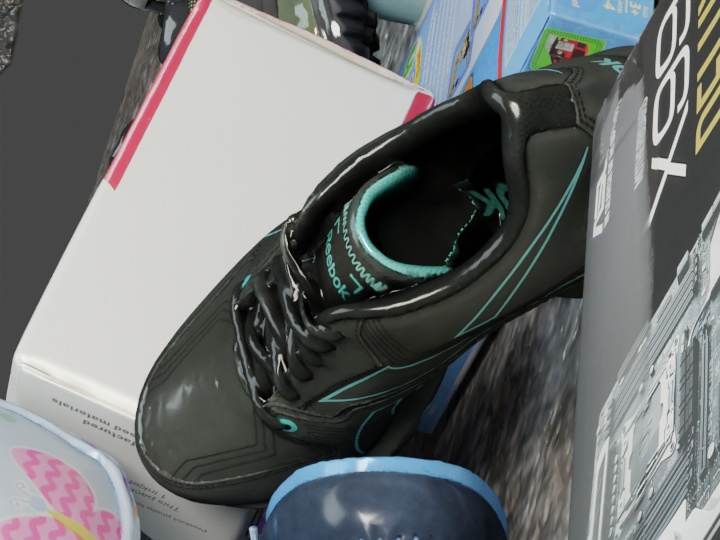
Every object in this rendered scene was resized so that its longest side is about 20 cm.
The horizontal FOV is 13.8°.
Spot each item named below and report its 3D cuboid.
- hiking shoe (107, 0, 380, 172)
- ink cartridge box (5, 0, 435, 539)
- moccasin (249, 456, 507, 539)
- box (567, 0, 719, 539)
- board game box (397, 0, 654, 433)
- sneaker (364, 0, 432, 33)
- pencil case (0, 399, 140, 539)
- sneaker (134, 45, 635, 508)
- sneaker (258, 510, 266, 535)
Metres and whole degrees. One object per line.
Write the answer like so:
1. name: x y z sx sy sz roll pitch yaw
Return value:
1. hiking shoe: -0.042 -0.028 1.117 0.076 0.100 0.200 -77 -12 -56
2. ink cartridge box: -0.056 0.029 0.964 0.200 0.084 0.145 113 -178 -62
3. moccasin: 0.005 0.115 0.841 0.200 0.080 0.068 94 -179 -62
4. box: 0.090 -0.002 0.580 0.158 0.050 0.200 117 165 -48
5. board game box: 0.046 -0.065 0.965 0.200 0.037 0.151 118 165 -48
6. sneaker: -0.012 -0.156 1.165 0.200 0.130 0.080 -103 29 -71
7. pencil case: -0.136 0.130 0.867 0.083 0.091 0.200 52 127 34
8. sneaker: 0.000 0.000 0.773 0.200 0.079 0.076 -37 68 32
9. sneaker: -0.076 0.117 1.253 0.200 0.080 0.089 -43 25 56
